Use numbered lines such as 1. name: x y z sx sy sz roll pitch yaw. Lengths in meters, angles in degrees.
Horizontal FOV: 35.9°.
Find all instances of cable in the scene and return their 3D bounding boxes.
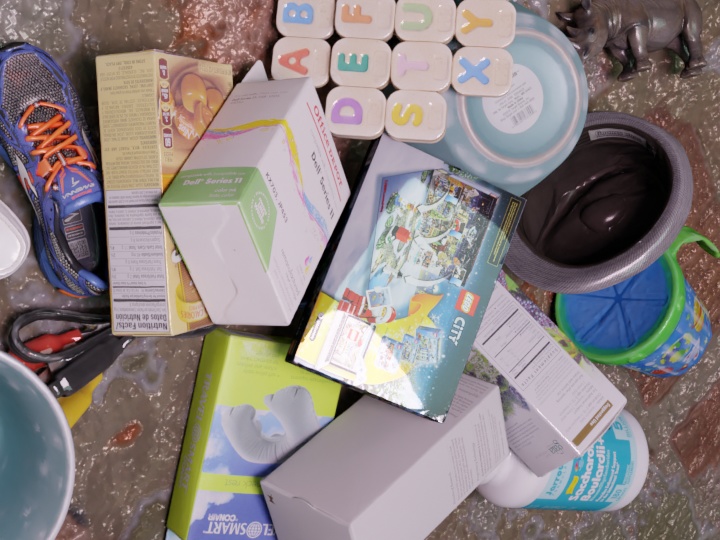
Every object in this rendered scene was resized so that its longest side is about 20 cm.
1. cable: -0.202 0.051 0.882 0.200 0.050 0.097 -36 103 -35

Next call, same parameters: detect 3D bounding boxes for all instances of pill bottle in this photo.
1. pill bottle: 0.180 0.179 1.096 0.200 0.111 0.111 9 95 -33

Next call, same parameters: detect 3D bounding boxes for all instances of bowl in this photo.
1. bowl: 0.118 -0.148 0.969 0.200 0.105 0.201 -3 97 -20
2. bowl: -0.307 0.129 0.764 0.200 0.105 0.201 -6 103 -25

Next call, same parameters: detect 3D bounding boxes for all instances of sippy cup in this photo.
1. sippy cup: 0.288 0.047 1.135 0.130 0.178 0.140 28 48 -44

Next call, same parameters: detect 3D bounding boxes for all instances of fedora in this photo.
1. fedora: 0.221 -0.056 1.070 0.200 0.177 0.090 -42 153 -1

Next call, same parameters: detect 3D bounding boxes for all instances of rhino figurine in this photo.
1. rhino figurine: 0.264 -0.234 1.094 0.199 0.060 0.088 -7 84 -30

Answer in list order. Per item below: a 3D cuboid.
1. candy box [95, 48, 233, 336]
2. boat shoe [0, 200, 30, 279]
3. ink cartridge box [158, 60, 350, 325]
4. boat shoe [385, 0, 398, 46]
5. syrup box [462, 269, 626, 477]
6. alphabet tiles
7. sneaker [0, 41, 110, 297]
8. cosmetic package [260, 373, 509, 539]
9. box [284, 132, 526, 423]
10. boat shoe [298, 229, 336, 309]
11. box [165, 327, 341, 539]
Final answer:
1. candy box: -0.139 -0.057 0.832 0.115 0.055 0.201 -14 101 -67
2. boat shoe: -0.311 -0.050 0.761 0.200 0.069 0.071 35 80 -33
3. ink cartridge box: -0.067 -0.067 0.846 0.200 0.067 0.117 -68 148 -45
4. boat shoe: 0.062 -0.269 0.955 0.066 0.074 0.200 30 82 -52
5. syrup box: 0.133 0.082 1.002 0.200 0.079 0.081 46 60 5
6. alphabet tiles: 0.028 -0.204 0.898 0.195 0.015 0.201 5 85 6
7. sneaker: -0.214 -0.070 0.813 0.075 0.078 0.200 -28 114 -26
8. cosmetic package: 0.025 0.168 0.954 0.200 0.107 0.085 -36 128 -34
9. box: 0.038 0.007 0.914 0.136 0.038 0.200 24 81 -13
10. boat shoe: 0.000 0.000 0.970 0.200 0.069 0.084 -24 112 -26
11. box: -0.091 0.156 0.957 0.122 0.048 0.201 10 93 -33
